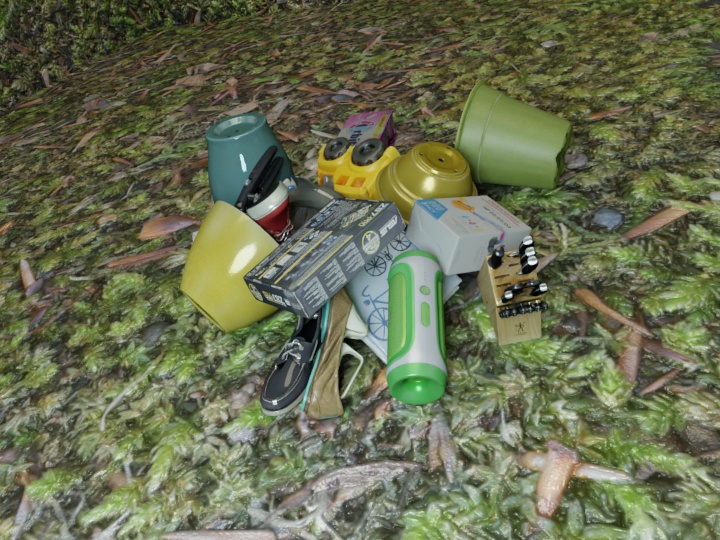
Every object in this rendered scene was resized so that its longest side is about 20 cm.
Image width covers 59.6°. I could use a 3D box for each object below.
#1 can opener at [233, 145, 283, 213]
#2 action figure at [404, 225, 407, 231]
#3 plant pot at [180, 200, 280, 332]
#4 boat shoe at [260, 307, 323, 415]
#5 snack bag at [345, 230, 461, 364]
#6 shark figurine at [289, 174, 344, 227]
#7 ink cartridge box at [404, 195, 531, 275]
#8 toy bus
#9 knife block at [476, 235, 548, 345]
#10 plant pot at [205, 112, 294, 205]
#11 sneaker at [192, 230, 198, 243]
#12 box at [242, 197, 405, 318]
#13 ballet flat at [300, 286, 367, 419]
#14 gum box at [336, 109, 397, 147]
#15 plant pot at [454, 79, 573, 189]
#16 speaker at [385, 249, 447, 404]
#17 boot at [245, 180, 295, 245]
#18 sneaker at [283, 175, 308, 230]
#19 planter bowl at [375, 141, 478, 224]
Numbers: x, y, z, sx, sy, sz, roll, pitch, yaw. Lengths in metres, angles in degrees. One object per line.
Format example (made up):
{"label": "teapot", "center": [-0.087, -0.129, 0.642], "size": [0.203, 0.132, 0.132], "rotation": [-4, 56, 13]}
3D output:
{"label": "can opener", "center": [-0.196, -0.167, 1.201], "size": [0.076, 0.064, 0.204], "rotation": [2, 53, 24]}
{"label": "action figure", "center": [0.125, -0.094, 1.133], "size": [0.127, 0.071, 0.201], "rotation": [17, 48, 28]}
{"label": "plant pot", "center": [-0.205, 0.013, 1.011], "size": [0.198, 0.201, 0.143], "rotation": [25, 68, 43]}
{"label": "boat shoe", "center": [-0.096, 0.118, 0.908], "size": [0.071, 0.064, 0.202], "rotation": [3, 37, 23]}
{"label": "snack bag", "center": [0.028, 0.013, 0.958], "size": [0.199, 0.022, 0.188], "rotation": [41, 62, 14]}
{"label": "shark figurine", "center": [-0.118, -0.128, 1.122], "size": [0.208, 0.090, 0.131], "rotation": [-12, 61, 7]}
{"label": "ink cartridge box", "center": [0.182, -0.061, 0.985], "size": [0.195, 0.069, 0.115], "rotation": [-7, 37, -34]}
{"label": "toy bus", "center": [-0.024, -0.144, 1.219], "size": [0.196, 0.137, 0.194], "rotation": [13, 58, 38]}
{"label": "knife block", "center": [0.204, 0.001, 0.864], "size": [0.062, 0.180, 0.202], "rotation": [-10, 33, 3]}
{"label": "plant pot", "center": [-0.237, -0.218, 1.330], "size": [0.194, 0.192, 0.202], "rotation": [-9, 34, 6]}
{"label": "sneaker", "center": [-0.245, -0.093, 1.248], "size": [0.197, 0.076, 0.099], "rotation": [-28, 42, -20]}
{"label": "box", "center": [-0.054, -0.027, 0.890], "size": [0.200, 0.050, 0.159], "rotation": [-43, 27, -24]}
{"label": "ballet flat", "center": [-0.029, 0.104, 0.859], "size": [0.070, 0.068, 0.205], "rotation": [12, 65, -4]}
{"label": "gum box", "center": [0.014, -0.306, 1.474], "size": [0.110, 0.068, 0.202], "rotation": [-2, 35, 18]}
{"label": "plant pot", "center": [0.294, -0.238, 1.188], "size": [0.186, 0.204, 0.201], "rotation": [18, 43, 22]}
{"label": "speaker", "center": [0.075, 0.073, 0.856], "size": [0.086, 0.090, 0.204], "rotation": [-6, 50, 11]}
{"label": "boot", "center": [-0.115, -0.056, 0.996], "size": [0.072, 0.146, 0.200], "rotation": [-38, 6, -13]}
{"label": "sneaker", "center": [-0.149, -0.076, 1.206], "size": [0.074, 0.087, 0.202], "rotation": [25, 73, 34]}
{"label": "planter bowl", "center": [0.128, -0.160, 1.082], "size": [0.194, 0.085, 0.204], "rotation": [10, 44, -9]}
